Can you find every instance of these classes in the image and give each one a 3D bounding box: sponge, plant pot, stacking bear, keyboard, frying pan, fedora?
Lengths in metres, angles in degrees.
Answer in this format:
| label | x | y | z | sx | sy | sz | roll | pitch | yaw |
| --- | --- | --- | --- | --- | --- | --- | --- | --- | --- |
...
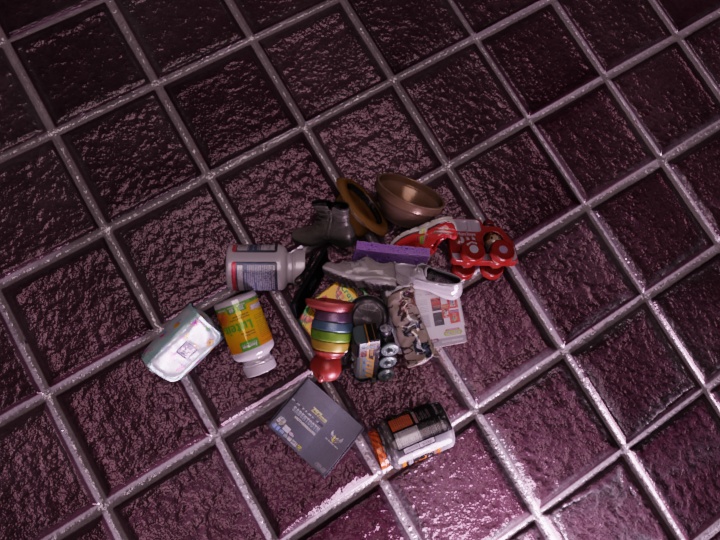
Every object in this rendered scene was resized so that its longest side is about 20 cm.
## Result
| label | x | y | z | sx | sy | sz | roll | pitch | yaw |
| --- | --- | --- | --- | --- | --- | --- | --- | --- | --- |
| sponge | 0.078 | -0.034 | 1.396 | 0.198 | 0.112 | 0.030 | 7 | 65 | -5 |
| plant pot | 0.123 | -0.180 | 1.417 | 0.199 | 0.201 | 0.093 | 21 | 119 | -2 |
| stacking bear | -0.079 | 0.175 | 1.295 | 0.113 | 0.121 | 0.202 | 7 | 91 | 22 |
| keyboard | -0.132 | 0.018 | 1.333 | 0.020 | 0.128 | 0.201 | 16 | 54 | 14 |
| frying pan | -0.009 | 0.145 | 1.341 | 0.190 | 0.031 | 0.115 | -42 | 94 | 5 |
| fedora | -0.012 | -0.158 | 1.407 | 0.082 | 0.200 | 0.201 | -39 | 85 | 23 |

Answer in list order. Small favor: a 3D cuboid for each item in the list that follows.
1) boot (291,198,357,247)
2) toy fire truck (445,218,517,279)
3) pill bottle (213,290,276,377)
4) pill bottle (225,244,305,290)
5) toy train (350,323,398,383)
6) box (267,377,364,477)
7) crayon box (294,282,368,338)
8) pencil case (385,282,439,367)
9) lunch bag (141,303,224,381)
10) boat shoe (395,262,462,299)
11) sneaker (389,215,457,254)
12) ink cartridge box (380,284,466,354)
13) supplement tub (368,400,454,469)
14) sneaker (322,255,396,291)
| label | x | y | z | sx | sy | sz | roll | pitch | yaw |
| --- | --- | --- | --- | --- | --- | --- | --- | --- | --- |
| boot | -0.105 | -0.132 | 1.358 | 0.198 | 0.131 | 0.068 | 3 | 42 | 25 |
| toy fire truck | 0.331 | -0.073 | 1.441 | 0.198 | 0.112 | 0.169 | 0 | 61 | -7 |
| pill bottle | -0.286 | 0.162 | 1.317 | 0.110 | 0.111 | 0.202 | -20 | 94 | -9 |
| pill bottle | -0.244 | -0.007 | 1.355 | 0.198 | 0.120 | 0.121 | 0 | 80 | -6 |
| toy train | 0.031 | 0.212 | 1.317 | 0.113 | 0.201 | 0.086 | -4 | 44 | -9 |
| box | -0.114 | 0.398 | 1.329 | 0.200 | 0.051 | 0.158 | 42 | 77 | 3 |
| crayon box | -0.063 | 0.108 | 1.388 | 0.199 | 0.051 | 0.127 | -38 | 85 | -11 |
| pencil case | 0.127 | 0.136 | 1.302 | 0.089 | 0.078 | 0.202 | -19 | 82 | 10 |
| lunch bag | -0.431 | 0.175 | 1.262 | 0.122 | 0.200 | 0.170 | 45 | 78 | 3 |
| boat shoe | 0.167 | 0.015 | 1.334 | 0.199 | 0.069 | 0.072 | 24 | 54 | 22 |
| sneaker | 0.168 | -0.078 | 1.403 | 0.199 | 0.077 | 0.086 | -24 | 81 | 20 |
| ink cartridge box | 0.168 | 0.123 | 1.392 | 0.198 | 0.084 | 0.177 | -8 | 80 | -7 |
| supplement tub | 0.128 | 0.420 | 1.314 | 0.198 | 0.123 | 0.124 | -19 | 82 | -8 |
| sneaker | 0.000 | 0.000 | 1.351 | 0.198 | 0.075 | 0.083 | 10 | 69 | 4 |
